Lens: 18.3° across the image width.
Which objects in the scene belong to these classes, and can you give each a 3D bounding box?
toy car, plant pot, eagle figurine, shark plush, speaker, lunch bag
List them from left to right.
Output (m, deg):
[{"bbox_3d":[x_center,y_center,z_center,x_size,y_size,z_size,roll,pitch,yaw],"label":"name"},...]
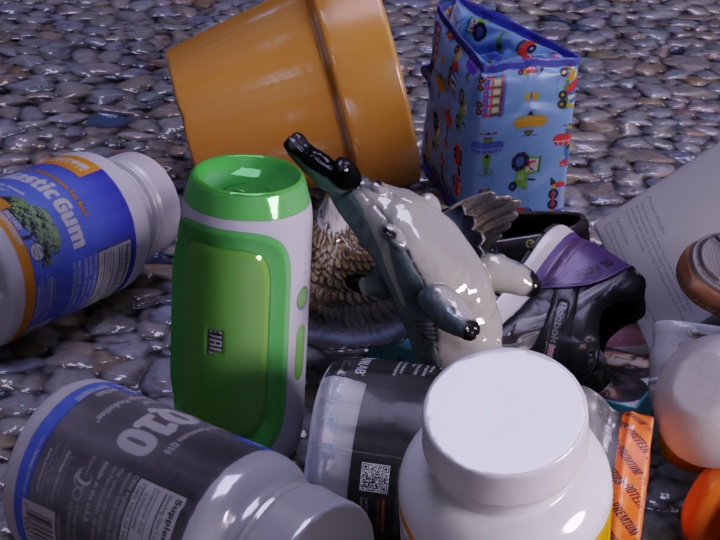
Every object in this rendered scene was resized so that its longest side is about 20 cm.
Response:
[{"bbox_3d":[-0.076,0.032,1.431,0.088,0.201,0.089,3,23,-1],"label":"speaker"},{"bbox_3d":[-0.062,-0.148,1.887,0.182,0.201,0.200,-14,25,-3],"label":"plant pot"},{"bbox_3d":[0.000,-0.005,1.553,0.199,0.151,0.152,9,62,10],"label":"eagle figurine"},{"bbox_3d":[0.016,-0.003,1.397,0.200,0.083,0.091,41,39,-1],"label":"shark plush"},{"bbox_3d":[0.096,-0.138,1.906,0.094,0.151,0.200,-7,25,-22],"label":"lunch bag"},{"bbox_3d":[0.280,0.115,1.346,0.199,0.175,0.151,-19,58,22],"label":"toy car"}]

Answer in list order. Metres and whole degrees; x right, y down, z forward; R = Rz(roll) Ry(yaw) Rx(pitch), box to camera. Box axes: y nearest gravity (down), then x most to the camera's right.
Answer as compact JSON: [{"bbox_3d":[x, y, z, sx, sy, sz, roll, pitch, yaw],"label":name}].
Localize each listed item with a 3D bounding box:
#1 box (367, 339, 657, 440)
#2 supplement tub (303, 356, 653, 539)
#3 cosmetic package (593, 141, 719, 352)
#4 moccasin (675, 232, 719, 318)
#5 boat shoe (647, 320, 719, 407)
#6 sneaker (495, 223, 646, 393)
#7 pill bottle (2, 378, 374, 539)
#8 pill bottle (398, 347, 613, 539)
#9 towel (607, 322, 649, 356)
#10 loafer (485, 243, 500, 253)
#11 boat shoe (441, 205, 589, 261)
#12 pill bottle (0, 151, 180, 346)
[{"bbox_3d":[0.109,0.077,1.542,0.199,0.049,0.082,13,26,23],"label":"box"},{"bbox_3d":[0.072,0.122,1.340,0.199,0.123,0.123,7,24,9],"label":"supplement tub"},{"bbox_3d":[0.274,-0.031,1.537,0.081,0.199,0.113,16,48,-55],"label":"cosmetic package"},{"bbox_3d":[0.273,0.029,1.425,0.201,0.078,0.074,15,52,-38],"label":"moccasin"},{"bbox_3d":[0.271,0.056,1.498,0.199,0.069,0.072,-1,-3,-29],"label":"boat shoe"},{"bbox_3d":[0.114,0.064,1.455,0.087,0.076,0.200,28,71,23],"label":"sneaker"},{"bbox_3d":[-0.098,0.144,1.280,0.199,0.114,0.114,20,28,33],"label":"pill bottle"},{"bbox_3d":[0.077,0.136,1.182,0.112,0.201,0.113,-2,47,2],"label":"pill bottle"},{"bbox_3d":[0.263,0.074,1.603,0.143,0.023,0.200,-11,27,-28],"label":"towel"},{"bbox_3d":[0.007,0.010,1.669,0.199,0.073,0.072,-4,31,9],"label":"loafer"},{"bbox_3d":[0.079,-0.023,1.753,0.200,0.061,0.072,4,23,1],"label":"boat shoe"},{"bbox_3d":[-0.227,-0.024,1.653,0.112,0.113,0.200,18,28,31],"label":"pill bottle"}]
